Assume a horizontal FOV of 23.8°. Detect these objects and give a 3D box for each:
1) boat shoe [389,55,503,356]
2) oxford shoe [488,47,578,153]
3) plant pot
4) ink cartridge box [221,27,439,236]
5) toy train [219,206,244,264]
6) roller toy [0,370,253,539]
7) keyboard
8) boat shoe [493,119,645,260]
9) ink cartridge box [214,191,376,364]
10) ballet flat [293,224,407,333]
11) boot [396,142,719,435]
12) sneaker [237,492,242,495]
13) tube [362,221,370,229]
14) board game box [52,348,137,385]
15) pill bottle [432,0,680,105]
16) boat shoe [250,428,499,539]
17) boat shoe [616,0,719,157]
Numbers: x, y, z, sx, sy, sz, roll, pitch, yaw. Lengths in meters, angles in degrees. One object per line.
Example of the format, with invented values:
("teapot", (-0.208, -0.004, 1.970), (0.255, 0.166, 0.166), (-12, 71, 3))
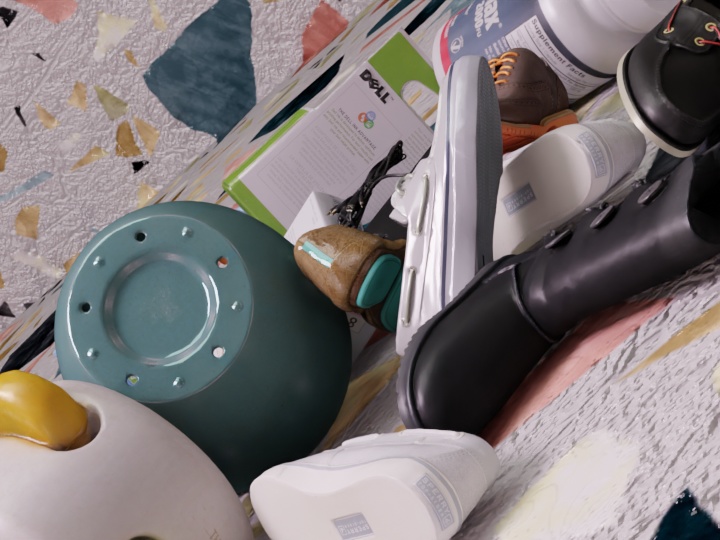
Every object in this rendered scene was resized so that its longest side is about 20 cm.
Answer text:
("boat shoe", (0.050, -0.040, 1.090), (0.067, 0.200, 0.074), (-2, -15, 19))
("oxford shoe", (0.101, -0.121, 1.243), (0.071, 0.073, 0.200), (-15, 2, 22))
("plant pot", (-0.117, 0.043, 1.162), (0.201, 0.201, 0.161), (-44, -17, -4))
("ink cartridge box", (0.003, -0.088, 1.475), (0.200, 0.148, 0.076), (-43, 11, -3))
("toy train", (-0.121, 0.022, 1.547), (0.200, 0.150, 0.056), (-49, -17, -51))
("roller toy", (-0.167, 0.164, 1.067), (0.140, 0.200, 0.183), (-51, -5, -33))
("keyboard", (0.052, -0.070, 1.340), (0.127, 0.021, 0.200), (6, 42, 36))
("boat shoe", (0.119, -0.056, 1.168), (0.068, 0.072, 0.200), (-19, -11, -31))
("ink cartridge box", (-0.057, 0.055, 1.368), (0.200, 0.057, 0.163), (-61, 24, 22))
("ballet flat", (0.000, 0.000, 1.177), (0.068, 0.072, 0.200), (-62, -16, 4))
("boot", (0.124, 0.015, 0.948), (0.200, 0.066, 0.165), (-26, 23, 44))
("sneaker", (-0.133, 0.143, 1.312), (0.200, 0.066, 0.079), (-27, 27, 39))
("tube", (0.072, -0.042, 1.353), (0.200, 0.050, 0.078), (-25, 29, 41))
("board game box", (-0.171, 0.066, 1.510), (0.037, 0.151, 0.200), (-38, 13, 28))
("pill bottle", (0.165, -0.200, 1.399), (0.200, 0.120, 0.120), (-32, 16, 42))
("boat shoe", (0.006, 0.122, 0.952), (0.068, 0.072, 0.200), (-32, 0, -31))
("boat shoe", (0.220, -0.140, 1.113), (0.063, 0.074, 0.201), (-45, 5, 37))
